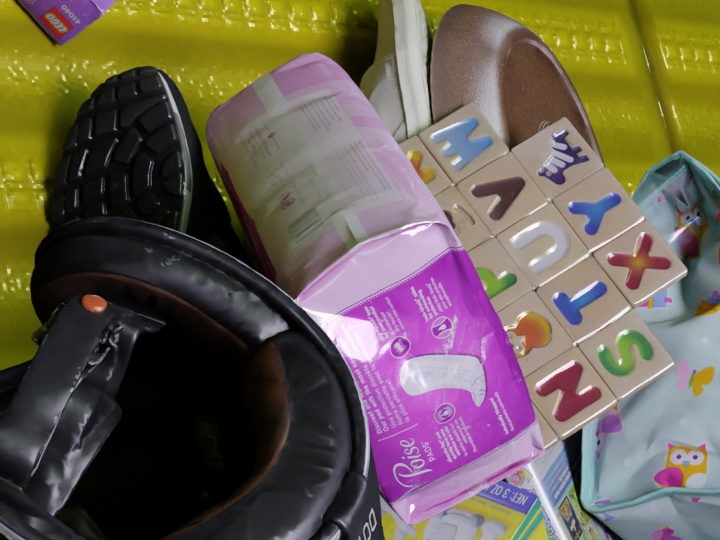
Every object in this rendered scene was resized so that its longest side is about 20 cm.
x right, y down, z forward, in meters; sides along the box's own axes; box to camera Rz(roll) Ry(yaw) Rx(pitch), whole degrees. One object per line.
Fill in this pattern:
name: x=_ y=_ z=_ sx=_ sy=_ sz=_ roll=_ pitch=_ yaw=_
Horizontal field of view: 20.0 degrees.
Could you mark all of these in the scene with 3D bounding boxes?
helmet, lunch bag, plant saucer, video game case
helmet: x=-0.093 y=0.099 z=0.737 sx=0.198 sy=0.191 sz=0.201 roll=10 pitch=49 yaw=-12
lunch bag: x=0.194 y=0.058 z=1.082 sx=0.170 sy=0.121 sz=0.202 roll=45 pitch=42 yaw=-50
plant saucer: x=0.094 y=-0.048 z=1.076 sx=0.200 sy=0.032 sz=0.202 roll=44 pitch=37 yaw=-47
video game case: x=0.101 y=0.109 z=1.022 sx=0.201 sy=0.018 sz=0.143 roll=64 pitch=15 yaw=0

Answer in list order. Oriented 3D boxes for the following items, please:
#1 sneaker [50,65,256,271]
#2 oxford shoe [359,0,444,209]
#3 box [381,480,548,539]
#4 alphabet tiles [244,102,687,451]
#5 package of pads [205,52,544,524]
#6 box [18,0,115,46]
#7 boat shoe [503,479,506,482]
sneaker: x=-0.078 y=0.012 z=0.909 sx=0.087 sy=0.075 sz=0.202 roll=10 pitch=67 yaw=-58
oxford shoe: x=0.016 y=-0.066 z=1.036 sx=0.075 sy=0.057 sz=0.201 roll=58 pitch=25 yaw=-55
box: x=-0.021 y=0.157 z=0.825 sx=0.201 sy=0.117 sz=0.049 roll=-54 pitch=148 yaw=-29
alphabet tiles: x=0.044 y=0.014 z=0.953 sx=0.199 sy=0.006 sz=0.167 roll=-31 pitch=69 yaw=-12
package of pads: x=0.000 y=0.000 z=0.840 sx=0.121 sy=0.075 sz=0.200 roll=64 pitch=-2 yaw=-28
box: x=-0.133 y=-0.218 z=0.973 sx=0.137 sy=0.039 sz=0.200 roll=48 pitch=44 yaw=-17
boat shoe: x=0.016 y=0.144 z=0.930 sx=0.068 sy=0.072 sz=0.200 roll=62 pitch=31 yaw=-3
